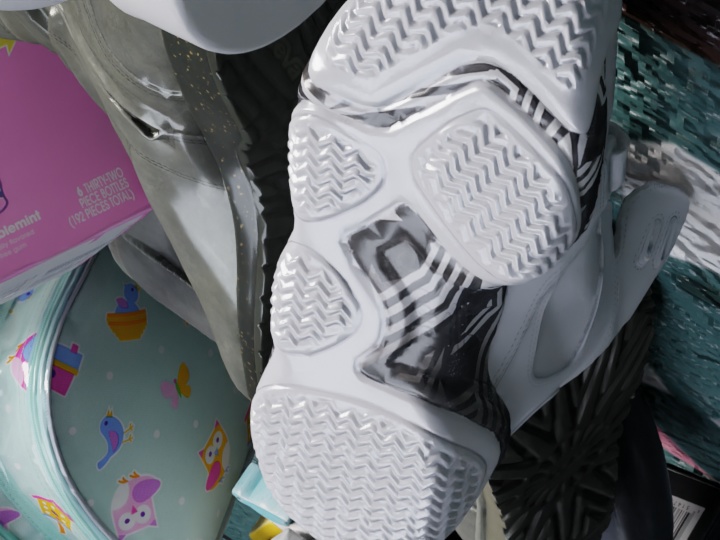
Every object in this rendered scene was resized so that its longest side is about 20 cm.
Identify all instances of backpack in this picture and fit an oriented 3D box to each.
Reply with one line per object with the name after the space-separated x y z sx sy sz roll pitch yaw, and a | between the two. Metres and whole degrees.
-0.131 0.032 1.155 0.153 0.176 0.200 -5 142 44 | backpack

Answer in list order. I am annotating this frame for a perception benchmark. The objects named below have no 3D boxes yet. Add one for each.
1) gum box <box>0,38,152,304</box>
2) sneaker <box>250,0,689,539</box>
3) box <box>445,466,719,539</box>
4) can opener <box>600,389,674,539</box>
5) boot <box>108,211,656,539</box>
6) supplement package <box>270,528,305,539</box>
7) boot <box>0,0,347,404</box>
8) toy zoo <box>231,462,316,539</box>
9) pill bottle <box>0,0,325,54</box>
-0.133 -0.047 0.982 0.114 0.066 0.200 64 166 -1 | gum box
0.035 -0.025 0.746 0.075 0.115 0.200 29 133 15 | sneaker
0.088 0.121 1.168 0.200 0.079 0.141 20 165 47 | box
0.072 0.129 1.021 0.063 0.200 0.079 -6 -175 -14 | can opener
-0.002 0.000 0.959 0.200 0.073 0.182 46 150 26 | boot
0.016 0.202 1.119 0.200 0.110 0.114 35 166 -2 | supplement package
-0.058 -0.054 0.847 0.131 0.068 0.200 30 148 31 | boot
0.034 0.135 1.129 0.200 0.020 0.131 38 166 -13 | toy zoo
-0.090 -0.121 0.585 0.200 0.113 0.113 28 167 22 | pill bottle
